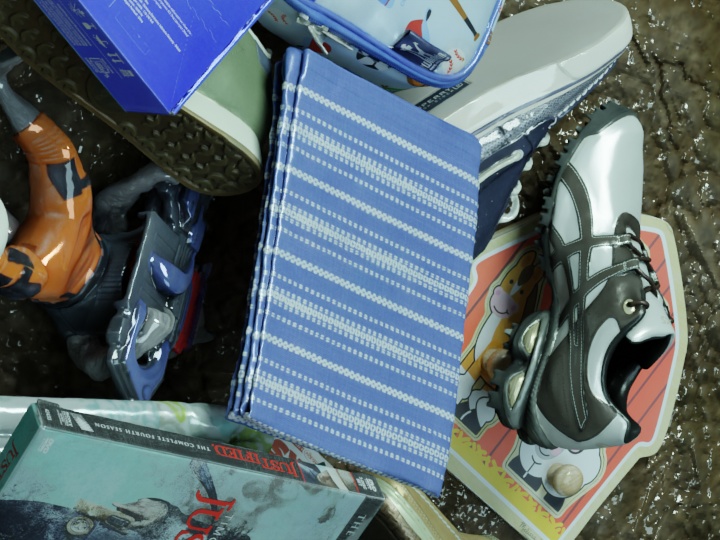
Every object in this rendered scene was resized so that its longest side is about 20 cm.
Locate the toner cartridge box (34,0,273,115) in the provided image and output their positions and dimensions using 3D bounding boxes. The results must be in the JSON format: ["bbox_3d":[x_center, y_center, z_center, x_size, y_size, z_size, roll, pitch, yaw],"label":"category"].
[{"bbox_3d":[-0.124,-0.173,1.022,0.095,0.043,0.200,-51,122,-23],"label":"toner cartridge box"}]

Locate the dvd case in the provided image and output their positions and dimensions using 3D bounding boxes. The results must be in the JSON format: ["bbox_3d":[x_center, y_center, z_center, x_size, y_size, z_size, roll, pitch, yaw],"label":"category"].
[{"bbox_3d":[-0.103,0.139,1.099,0.199,0.022,0.146,16,119,-38],"label":"dvd case"}]

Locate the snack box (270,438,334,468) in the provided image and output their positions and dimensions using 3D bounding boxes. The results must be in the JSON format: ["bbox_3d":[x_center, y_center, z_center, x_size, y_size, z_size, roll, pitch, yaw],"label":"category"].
[{"bbox_3d":[-0.014,0.166,1.313,0.072,0.024,0.200,-50,120,-12],"label":"snack box"}]

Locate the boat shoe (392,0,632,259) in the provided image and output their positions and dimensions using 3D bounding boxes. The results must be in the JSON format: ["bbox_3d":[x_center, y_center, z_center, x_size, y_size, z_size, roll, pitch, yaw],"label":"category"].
[{"bbox_3d":[0.073,-0.072,1.283,0.199,0.075,0.093,-29,125,-15],"label":"boat shoe"}]

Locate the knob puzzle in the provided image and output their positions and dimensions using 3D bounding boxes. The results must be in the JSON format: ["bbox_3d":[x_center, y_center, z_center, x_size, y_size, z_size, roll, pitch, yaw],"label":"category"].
[{"bbox_3d":[0.126,0.051,1.359,0.219,0.030,0.221,-7,105,-27],"label":"knob puzzle"}]

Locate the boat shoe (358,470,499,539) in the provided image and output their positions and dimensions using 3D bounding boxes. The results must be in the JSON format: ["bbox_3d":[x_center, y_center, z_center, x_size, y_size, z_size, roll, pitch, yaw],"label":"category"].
[{"bbox_3d":[0.051,0.177,1.308,0.076,0.071,0.201,-49,128,-30],"label":"boat shoe"}]

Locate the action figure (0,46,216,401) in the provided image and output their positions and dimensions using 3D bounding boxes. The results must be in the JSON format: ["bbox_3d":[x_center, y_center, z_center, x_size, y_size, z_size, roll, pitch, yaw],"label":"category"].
[{"bbox_3d":[-0.141,-0.029,1.175,0.194,0.104,0.201,46,49,-36],"label":"action figure"}]

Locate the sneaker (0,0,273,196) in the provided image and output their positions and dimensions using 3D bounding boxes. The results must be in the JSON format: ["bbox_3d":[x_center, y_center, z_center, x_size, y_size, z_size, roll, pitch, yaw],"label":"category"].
[{"bbox_3d":[-0.112,-0.128,1.125,0.200,0.067,0.090,43,45,-34],"label":"sneaker"}]

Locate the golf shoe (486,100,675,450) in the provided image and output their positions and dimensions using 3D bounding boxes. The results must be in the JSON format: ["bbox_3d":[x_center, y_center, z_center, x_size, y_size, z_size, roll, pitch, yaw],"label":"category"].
[{"bbox_3d":[0.144,0.007,1.289,0.078,0.094,0.201,21,82,-56],"label":"golf shoe"}]

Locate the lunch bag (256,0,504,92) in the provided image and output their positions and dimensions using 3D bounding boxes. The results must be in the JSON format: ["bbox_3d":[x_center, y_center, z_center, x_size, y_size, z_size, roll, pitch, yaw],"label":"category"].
[{"bbox_3d":[0.013,-0.197,1.191,0.160,0.075,0.201,29,75,-33],"label":"lunch bag"}]

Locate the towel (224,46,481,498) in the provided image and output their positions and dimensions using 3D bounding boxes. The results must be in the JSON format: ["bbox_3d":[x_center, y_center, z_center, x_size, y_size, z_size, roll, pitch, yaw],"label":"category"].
[{"bbox_3d":[0.000,0.000,1.156,0.144,0.024,0.201,24,65,-39],"label":"towel"}]

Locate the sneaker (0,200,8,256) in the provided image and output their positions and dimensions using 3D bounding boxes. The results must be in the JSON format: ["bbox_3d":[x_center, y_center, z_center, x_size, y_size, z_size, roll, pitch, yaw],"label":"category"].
[{"bbox_3d":[-0.263,-0.022,1.054,0.199,0.075,0.085,12,139,-5],"label":"sneaker"}]

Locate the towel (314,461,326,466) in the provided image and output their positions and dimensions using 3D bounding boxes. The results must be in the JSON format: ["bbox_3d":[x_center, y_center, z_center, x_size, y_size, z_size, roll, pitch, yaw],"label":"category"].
[{"bbox_3d":[-0.117,0.154,1.180,0.199,0.147,0.022,-17,74,-15],"label":"towel"}]

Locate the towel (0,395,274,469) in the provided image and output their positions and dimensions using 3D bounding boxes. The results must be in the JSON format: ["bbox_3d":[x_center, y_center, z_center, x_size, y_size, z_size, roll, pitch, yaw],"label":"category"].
[{"bbox_3d":[-0.166,0.109,1.134,0.199,0.171,0.048,3,68,-31],"label":"towel"}]
